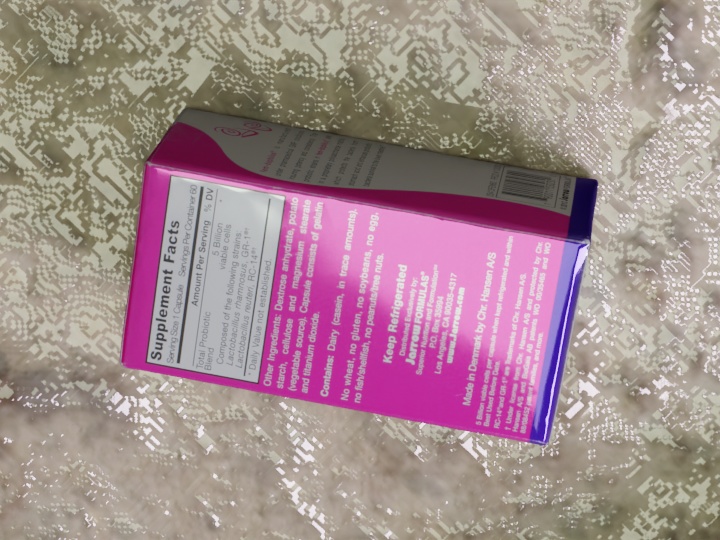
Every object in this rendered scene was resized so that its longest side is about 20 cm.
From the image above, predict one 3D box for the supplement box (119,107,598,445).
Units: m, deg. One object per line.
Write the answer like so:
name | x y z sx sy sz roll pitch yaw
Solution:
supplement box | 0.000 0.000 1.274 0.199 0.101 0.104 12 108 4
